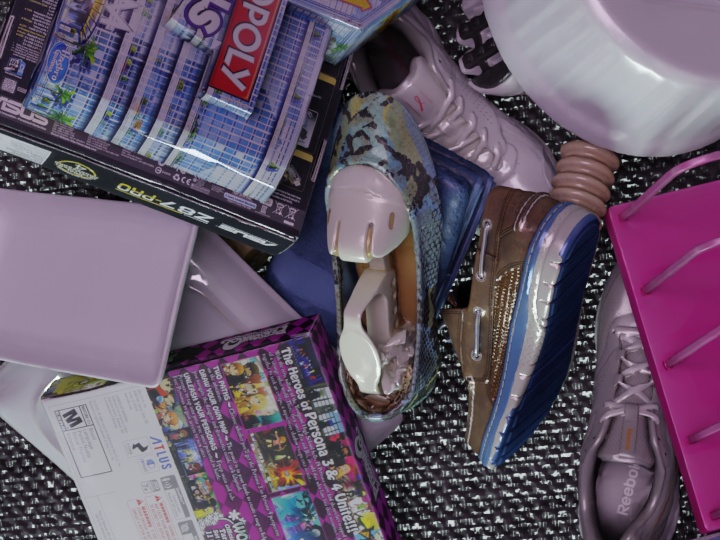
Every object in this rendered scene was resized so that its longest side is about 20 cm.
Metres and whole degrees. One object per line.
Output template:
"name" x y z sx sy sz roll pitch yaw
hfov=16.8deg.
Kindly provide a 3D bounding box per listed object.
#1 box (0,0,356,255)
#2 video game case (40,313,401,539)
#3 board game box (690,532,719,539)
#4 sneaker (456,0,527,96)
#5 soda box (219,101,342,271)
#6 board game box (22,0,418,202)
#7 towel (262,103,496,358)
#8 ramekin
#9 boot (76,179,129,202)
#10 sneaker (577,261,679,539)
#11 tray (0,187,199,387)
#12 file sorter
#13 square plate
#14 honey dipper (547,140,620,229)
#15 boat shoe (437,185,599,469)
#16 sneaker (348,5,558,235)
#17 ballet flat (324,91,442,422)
"box" -0.110 -0.118 1.407 0.199 0.049 0.162 20 74 -13
"video game case" -0.078 0.140 1.490 0.180 0.036 0.201 -15 109 17
"board game box" 0.185 0.264 1.449 0.199 0.043 0.200 -16 109 12
"sneaker" 0.102 -0.196 1.500 0.075 0.081 0.201 -22 64 48
"soda box" -0.084 -0.035 1.538 0.068 0.064 0.200 45 99 8
"board game box" -0.064 -0.152 1.372 0.199 0.062 0.201 20 69 -12
"towel" 0.000 0.000 1.492 0.111 0.049 0.201 29 124 11
"ramekin" 0.179 -0.175 1.415 0.199 0.098 0.202 5 75 -20
"boot" -0.171 -0.159 1.471 0.079 0.212 0.158 -22 44 0
"sneaker" 0.169 0.083 1.464 0.075 0.092 0.201 4 90 12
"tray" -0.172 0.009 1.484 0.199 0.022 0.108 7 83 42
"file sorter" 0.248 0.030 1.398 0.138 0.125 0.201 -13 79 -14
"square plate" -0.109 0.087 1.510 0.200 0.028 0.198 44 114 -9
"honey dipper" 0.152 -0.119 1.473 0.038 0.038 0.201 12 70 13
"boat shoe" 0.089 0.030 1.467 0.072 0.072 0.201 31 130 22
"sneaker" 0.047 -0.090 1.491 0.078 0.099 0.200 -45 80 9
"ballet flat" 0.010 -0.002 1.415 0.074 0.074 0.201 -3 113 13
